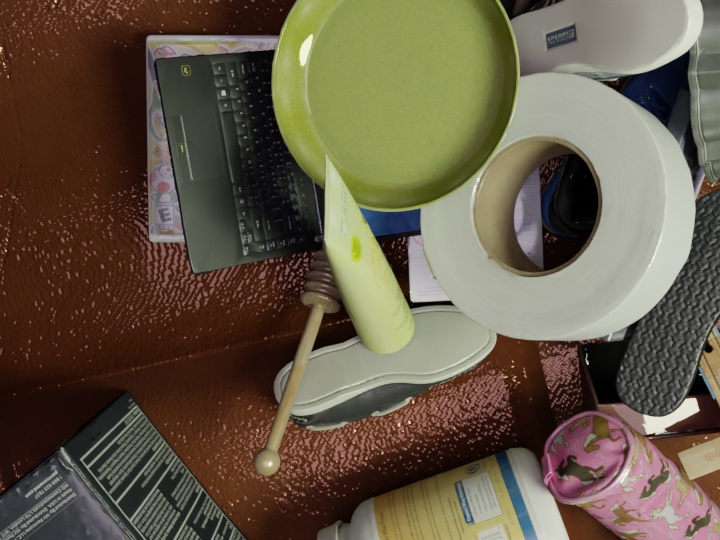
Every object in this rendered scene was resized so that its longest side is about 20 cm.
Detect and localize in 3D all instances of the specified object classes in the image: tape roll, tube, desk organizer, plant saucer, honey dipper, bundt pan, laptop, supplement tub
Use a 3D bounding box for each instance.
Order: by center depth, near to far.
[{"bbox_3d":[0.146,-0.045,0.767,0.202,0.071,0.203,-3,85,34],"label":"tape roll"},{"bbox_3d":[0.027,-0.146,0.772,0.200,0.031,0.200,2,95,22],"label":"plant saucer"},{"bbox_3d":[0.313,-0.166,0.775,0.076,0.202,0.202,4,97,30],"label":"bundt pan"},{"bbox_3d":[0.000,0.000,0.793,0.052,0.200,0.058,-42,55,-12],"label":"tube"},{"bbox_3d":[-0.045,-0.101,0.821,0.200,0.103,0.178,-12,96,-33],"label":"laptop"},{"bbox_3d":[-0.053,0.078,0.857,0.038,0.038,0.200,19,70,0],"label":"honey dipper"},{"bbox_3d":[0.077,0.248,0.858,0.200,0.145,0.145,-20,95,4],"label":"supplement tub"},{"bbox_3d":[0.295,0.097,0.873,0.200,0.072,0.077,-6,93,2],"label":"desk organizer"}]

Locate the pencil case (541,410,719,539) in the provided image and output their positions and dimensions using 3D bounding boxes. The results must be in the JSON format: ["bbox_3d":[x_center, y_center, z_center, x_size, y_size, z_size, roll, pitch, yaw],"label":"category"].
[{"bbox_3d":[0.229,0.190,0.833,0.087,0.083,0.200,-53,127,-6],"label":"pencil case"}]

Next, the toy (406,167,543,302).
[{"bbox_3d":[0.097,-0.076,0.873,0.115,0.047,0.200,-2,95,5],"label":"toy"}]

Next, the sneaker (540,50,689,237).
[{"bbox_3d":[0.229,-0.108,0.832,0.077,0.111,0.200,43,95,-3],"label":"sneaker"}]

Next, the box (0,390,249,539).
[{"bbox_3d":[-0.202,0.232,0.838,0.123,0.200,0.198,-39,93,5],"label":"box"}]

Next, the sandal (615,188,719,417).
[{"bbox_3d":[0.265,0.022,0.811,0.075,0.048,0.201,29,100,19],"label":"sandal"}]

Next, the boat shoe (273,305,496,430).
[{"bbox_3d":[0.025,0.091,0.887,0.200,0.060,0.074,-22,56,-1],"label":"boat shoe"}]

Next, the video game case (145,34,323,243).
[{"bbox_3d":[-0.089,-0.115,0.887,0.200,0.023,0.182,1,96,2],"label":"video game case"}]

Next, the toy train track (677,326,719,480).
[{"bbox_3d":[0.300,0.099,0.820,0.115,0.033,0.200,-24,73,10],"label":"toy train track"}]

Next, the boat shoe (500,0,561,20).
[{"bbox_3d":[0.140,-0.226,0.842,0.200,0.073,0.075,-11,96,3],"label":"boat shoe"}]

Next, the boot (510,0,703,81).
[{"bbox_3d":[0.199,-0.182,0.761,0.090,0.200,0.073,-8,99,-29],"label":"boot"}]

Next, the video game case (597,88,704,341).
[{"bbox_3d":[0.248,-0.039,0.827,0.019,0.143,0.200,20,97,26],"label":"video game case"}]
